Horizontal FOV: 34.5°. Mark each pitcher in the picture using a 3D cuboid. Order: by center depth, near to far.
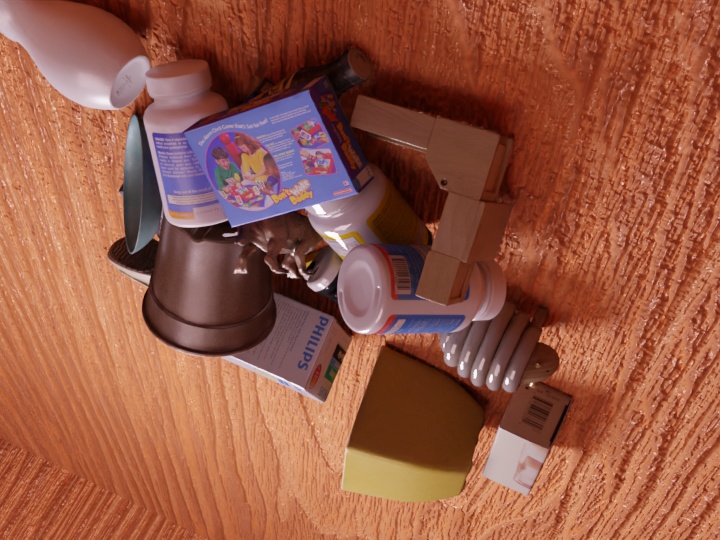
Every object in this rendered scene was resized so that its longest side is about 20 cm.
[{"bbox_3d":[-0.369,-0.286,1.517,0.200,0.121,0.172,33,174,14],"label":"pitcher"}]

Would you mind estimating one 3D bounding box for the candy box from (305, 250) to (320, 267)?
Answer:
[{"bbox_3d":[0.000,0.000,1.718,0.102,0.026,0.200,45,148,-20],"label":"candy box"}]

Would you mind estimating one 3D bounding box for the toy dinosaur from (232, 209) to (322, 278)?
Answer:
[{"bbox_3d":[-0.105,-0.061,1.538,0.200,0.136,0.086,4,175,-43],"label":"toy dinosaur"}]

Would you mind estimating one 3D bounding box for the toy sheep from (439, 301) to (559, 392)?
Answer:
[{"bbox_3d":[0.179,0.097,1.602,0.200,0.138,0.138,21,150,15],"label":"toy sheep"}]

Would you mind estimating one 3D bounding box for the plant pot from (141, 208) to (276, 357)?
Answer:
[{"bbox_3d":[-0.211,-0.015,1.659,0.200,0.200,0.198,22,132,13],"label":"plant pot"}]

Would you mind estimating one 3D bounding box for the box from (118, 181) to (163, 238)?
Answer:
[{"bbox_3d":[-0.260,-0.074,1.806,0.158,0.048,0.200,2,141,39],"label":"box"}]

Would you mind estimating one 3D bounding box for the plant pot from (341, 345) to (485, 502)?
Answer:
[{"bbox_3d":[0.094,0.275,1.914,0.200,0.196,0.194,18,150,7],"label":"plant pot"}]

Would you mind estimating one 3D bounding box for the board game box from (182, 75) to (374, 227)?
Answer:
[{"bbox_3d":[-0.099,-0.137,1.374,0.200,0.045,0.135,-12,113,36],"label":"board game box"}]

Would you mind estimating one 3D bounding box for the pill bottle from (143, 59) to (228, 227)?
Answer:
[{"bbox_3d":[-0.219,-0.167,1.508,0.112,0.112,0.200,9,120,32],"label":"pill bottle"}]

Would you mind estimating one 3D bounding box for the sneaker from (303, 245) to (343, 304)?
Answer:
[{"bbox_3d":[-0.014,0.018,1.620,0.112,0.073,0.200,35,180,-8],"label":"sneaker"}]

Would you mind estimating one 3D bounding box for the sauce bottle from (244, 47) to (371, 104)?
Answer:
[{"bbox_3d":[-0.070,-0.206,1.388,0.200,0.066,0.066,-25,123,36],"label":"sauce bottle"}]

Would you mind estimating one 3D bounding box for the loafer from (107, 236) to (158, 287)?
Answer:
[{"bbox_3d":[-0.314,0.004,1.850,0.200,0.076,0.068,19,144,18],"label":"loafer"}]

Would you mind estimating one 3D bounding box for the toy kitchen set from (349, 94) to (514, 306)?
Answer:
[{"bbox_3d":[0.077,-0.083,1.383,0.180,0.200,0.163,19,-172,18],"label":"toy kitchen set"}]

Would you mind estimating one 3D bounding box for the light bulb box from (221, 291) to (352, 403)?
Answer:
[{"bbox_3d":[-0.136,0.110,1.855,0.200,0.125,0.198,22,172,12],"label":"light bulb box"}]

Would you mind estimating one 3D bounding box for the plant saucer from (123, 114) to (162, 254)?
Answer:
[{"bbox_3d":[-0.312,-0.123,1.666,0.036,0.200,0.200,1,158,-19],"label":"plant saucer"}]

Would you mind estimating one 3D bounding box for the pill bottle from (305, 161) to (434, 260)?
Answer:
[{"bbox_3d":[0.004,-0.068,1.495,0.114,0.114,0.200,3,148,39],"label":"pill bottle"}]

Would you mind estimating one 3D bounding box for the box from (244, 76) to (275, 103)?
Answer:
[{"bbox_3d":[-0.119,-0.169,1.544,0.121,0.032,0.200,35,149,-10],"label":"box"}]

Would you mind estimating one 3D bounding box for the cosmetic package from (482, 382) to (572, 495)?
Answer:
[{"bbox_3d":[0.262,0.265,1.830,0.087,0.103,0.200,24,152,11],"label":"cosmetic package"}]

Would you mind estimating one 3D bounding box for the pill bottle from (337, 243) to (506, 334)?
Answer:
[{"bbox_3d":[0.081,0.024,1.450,0.200,0.112,0.112,2,167,-34],"label":"pill bottle"}]
